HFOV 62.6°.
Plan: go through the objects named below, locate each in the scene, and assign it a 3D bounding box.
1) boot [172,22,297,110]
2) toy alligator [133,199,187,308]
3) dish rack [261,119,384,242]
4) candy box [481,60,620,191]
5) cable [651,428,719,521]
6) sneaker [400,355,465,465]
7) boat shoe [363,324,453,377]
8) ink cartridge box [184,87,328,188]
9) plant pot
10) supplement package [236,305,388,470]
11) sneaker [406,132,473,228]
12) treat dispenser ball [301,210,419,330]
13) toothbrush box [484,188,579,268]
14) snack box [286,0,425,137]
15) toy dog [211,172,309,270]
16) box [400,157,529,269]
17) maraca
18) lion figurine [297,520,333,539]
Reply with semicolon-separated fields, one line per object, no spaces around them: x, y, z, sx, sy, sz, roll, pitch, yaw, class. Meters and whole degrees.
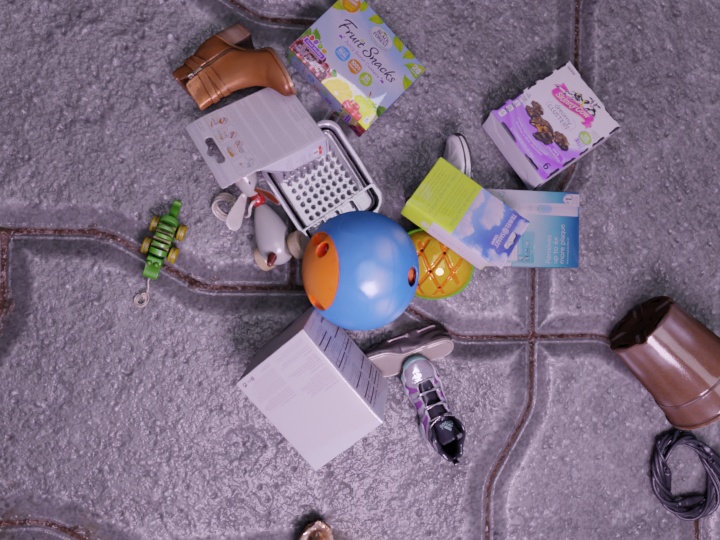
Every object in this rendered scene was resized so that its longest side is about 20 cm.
-0.217;-0.329;1.017;0.155;0.077;0.200;-41;74;-12;boot
-0.351;-0.029;1.024;0.059;0.054;0.201;20;86;-11;toy alligator
-0.070;-0.155;1.091;0.171;0.044;0.201;-34;97;-9;dish rack
0.369;-0.281;1.153;0.199;0.072;0.168;-34;83;-11;candy box
0.683;0.430;1.253;0.200;0.051;0.164;38;87;-12;cable
0.144;0.258;1.068;0.077;0.140;0.201;-26;107;-9;sneaker
0.077;0.151;1.122;0.198;0.057;0.067;-14;128;-8;boat shoe
-0.178;-0.227;1.026;0.199;0.050;0.163;-30;66;-11;ink cartridge box
0.619;0.171;1.171;0.198;0.200;0.200;42;82;-1;plant pot
-0.074;0.192;1.013;0.151;0.151;0.200;-39;98;14;supplement package
0.146;-0.161;1.120;0.114;0.076;0.202;0;92;-14;sneaker
0.000;0.000;0.998;0.199;0.201;0.203;0;90;-12;treat dispenser ball
0.316;-0.079;1.152;0.198;0.085;0.148;2;89;-11;toothbrush box
-0.008;-0.381;1.092;0.169;0.068;0.200;-45;99;-8;snack box
-0.174;-0.080;1.017;0.200;0.096;0.132;43;111;-7;toy dog
0.186;-0.096;1.052;0.199;0.048;0.122;36;67;2;box
0.111;-0.015;1.100;0.198;0.107;0.138;7;104;8;maraca
-0.066;0.559;1.085;0.122;0.072;0.201;-39;112;-17;lion figurine
